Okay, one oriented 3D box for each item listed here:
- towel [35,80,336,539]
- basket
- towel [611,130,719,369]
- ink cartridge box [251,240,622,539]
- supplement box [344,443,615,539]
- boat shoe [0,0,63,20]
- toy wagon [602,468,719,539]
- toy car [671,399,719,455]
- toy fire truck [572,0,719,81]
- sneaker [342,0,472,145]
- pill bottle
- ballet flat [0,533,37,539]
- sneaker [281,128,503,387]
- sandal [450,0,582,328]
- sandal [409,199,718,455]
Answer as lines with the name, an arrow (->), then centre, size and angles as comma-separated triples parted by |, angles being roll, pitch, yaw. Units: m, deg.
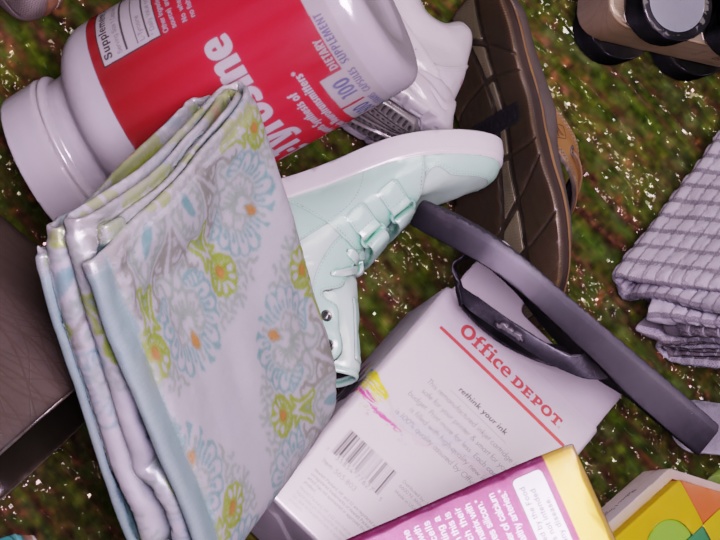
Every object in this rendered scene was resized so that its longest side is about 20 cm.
towel -> -0.074, 0.030, 1.223 | 0.171, 0.048, 0.200 | -48, 131, -50
basket -> -0.232, 0.020, 1.258 | 0.180, 0.136, 0.200 | -44, 84, 19
towel -> 0.256, -0.016, 1.417 | 0.086, 0.200, 0.166 | 49, 68, -26
ink cartridge box -> 0.042, 0.093, 1.374 | 0.115, 0.068, 0.200 | 44, 66, -5
supplement box -> 0.036, 0.184, 1.248 | 0.200, 0.103, 0.131 | -22, 83, -5
boat shoe -> -0.189, -0.234, 1.373 | 0.072, 0.076, 0.200 | -15, 83, -25
toy wagon -> 0.186, 0.207, 1.363 | 0.155, 0.040, 0.200 | -36, 102, -34
toy car -> 0.281, 0.113, 1.441 | 0.200, 0.158, 0.165 | -12, 88, 4
toy fire truck -> 0.219, -0.212, 1.503 | 0.176, 0.129, 0.200 | 10, 83, -18
sneaker -> -0.025, -0.150, 1.419 | 0.200, 0.078, 0.099 | 34, 57, -15
pill bottle -> -0.080, -0.099, 1.316 | 0.200, 0.112, 0.112 | -29, 86, 12
ballet flat -> -0.187, 0.232, 1.266 | 0.072, 0.072, 0.200 | 21, 72, -14
sneaker -> 0.000, 0.000, 1.378 | 0.200, 0.074, 0.118 | -19, 77, -13
sandal -> 0.091, -0.062, 1.440 | 0.055, 0.082, 0.200 | 8, 65, -41
sandal -> 0.103, 0.036, 1.338 | 0.200, 0.076, 0.043 | 40, 91, -6
